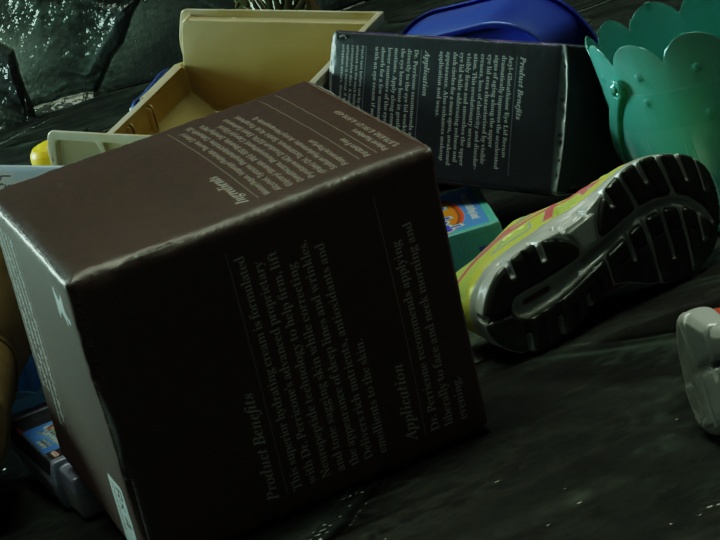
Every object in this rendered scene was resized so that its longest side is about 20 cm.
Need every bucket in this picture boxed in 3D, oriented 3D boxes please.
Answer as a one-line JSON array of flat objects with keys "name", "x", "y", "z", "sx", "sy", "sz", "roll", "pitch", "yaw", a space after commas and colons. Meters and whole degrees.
[{"name": "bucket", "x": 0.260, "y": -0.117, "z": 1.348, "sx": 0.206, "sy": 0.136, "sz": 0.207, "roll": -16, "pitch": 13, "yaw": 4}]

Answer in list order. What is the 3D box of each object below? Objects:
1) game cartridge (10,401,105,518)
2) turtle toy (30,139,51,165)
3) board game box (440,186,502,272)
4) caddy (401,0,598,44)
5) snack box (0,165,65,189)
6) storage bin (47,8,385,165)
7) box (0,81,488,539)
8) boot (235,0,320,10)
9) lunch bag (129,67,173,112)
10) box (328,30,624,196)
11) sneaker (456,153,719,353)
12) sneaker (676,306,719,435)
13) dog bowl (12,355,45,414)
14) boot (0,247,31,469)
[{"name": "game cartridge", "x": -0.139, "y": 0.094, "z": 1.231, "sx": 0.129, "sy": 0.039, "sz": 0.200, "roll": -17, "pitch": 12, "yaw": -18}, {"name": "turtle toy", "x": -0.174, "y": -0.047, "z": 1.643, "sx": 0.199, "sy": 0.147, "sz": 0.101, "roll": -17, "pitch": 22, "yaw": -2}, {"name": "board game box", "x": 0.000, "y": 0.000, "z": 1.410, "sx": 0.199, "sy": 0.045, "sz": 0.152, "roll": -17, "pitch": 12, "yaw": 0}, {"name": "caddy", "x": 0.108, "y": -0.157, "z": 1.719, "sx": 0.199, "sy": 0.142, "sz": 0.105, "roll": -10, "pitch": 17, "yaw": 26}, {"name": "snack box", "x": -0.195, "y": -0.035, "z": 1.379, "sx": 0.198, "sy": 0.053, "sz": 0.142, "roll": 1, "pitch": -10, "yaw": 11}, {"name": "storage bin", "x": -0.103, "y": -0.112, "z": 1.531, "sx": 0.197, "sy": 0.094, "sz": 0.200, "roll": 5, "pitch": 36, "yaw": 28}, {"name": "box", "x": -0.065, "y": 0.020, "z": 1.071, "sx": 0.199, "sy": 0.167, "sz": 0.164, "roll": -21, "pitch": 25, "yaw": -18}, {"name": "boot", "x": -0.020, "y": -0.193, "z": 1.835, "sx": 0.066, "sy": 0.176, "sz": 0.200, "roll": -32, "pitch": -15, "yaw": 22}, {"name": "lunch bag", "x": -0.128, "y": -0.096, "z": 1.793, "sx": 0.135, "sy": 0.133, "sz": 0.200, "roll": 5, "pitch": 18, "yaw": 6}, {"name": "box", "x": 0.096, "y": -0.114, "z": 1.468, "sx": 0.199, "sy": 0.105, "sz": 0.148, "roll": 7, "pitch": 7, "yaw": 33}, {"name": "sneaker", "x": 0.131, "y": -0.017, "z": 1.232, "sx": 0.199, "sy": 0.079, "sz": 0.090, "roll": -25, "pitch": 12, "yaw": -27}, {"name": "sneaker", "x": 0.204, "y": 0.043, "z": 0.888, "sx": 0.081, "sy": 0.078, "sz": 0.200, "roll": -13, "pitch": 12, "yaw": -9}, {"name": "dog bowl", "x": -0.241, "y": 0.072, "z": 1.421, "sx": 0.199, "sy": 0.050, "sz": 0.111, "roll": -19, "pitch": 13, "yaw": -9}, {"name": "boot", "x": -0.222, "y": 0.055, "z": 1.222, "sx": 0.066, "sy": 0.176, "sz": 0.200, "roll": 14, "pitch": 13, "yaw": -9}]
